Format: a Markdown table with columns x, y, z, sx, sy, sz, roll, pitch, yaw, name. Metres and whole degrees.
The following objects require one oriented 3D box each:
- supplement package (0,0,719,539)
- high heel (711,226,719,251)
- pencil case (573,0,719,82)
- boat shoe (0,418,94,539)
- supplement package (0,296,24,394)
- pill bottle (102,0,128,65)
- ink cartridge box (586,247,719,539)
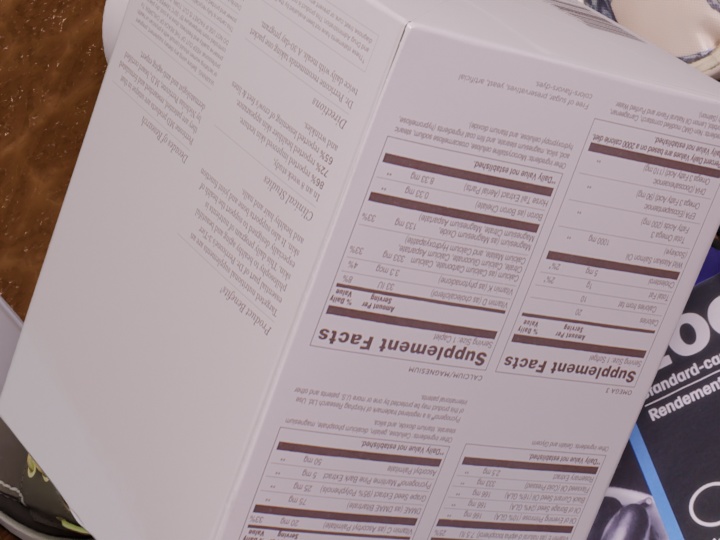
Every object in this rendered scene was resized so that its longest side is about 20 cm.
| x | y | z | sx | sy | sz | roll | pitch | yaw | name |
| --- | --- | --- | --- | --- | --- | --- | --- | --- | --- |
| 0.000 | 0.000 | 0.712 | 0.152 | 0.150 | 0.201 | 40 | 115 | 49 | supplement package |
| 0.219 | -0.051 | 0.788 | 0.199 | 0.072 | 0.143 | -26 | 39 | -16 | high heel |
| 0.162 | -0.103 | 0.801 | 0.089 | 0.199 | 0.078 | 39 | 116 | 36 | pencil case |
| -0.099 | 0.081 | 0.895 | 0.201 | 0.060 | 0.072 | 9 | 59 | 39 | boat shoe |
| -0.255 | 0.059 | 0.976 | 0.200 | 0.118 | 0.117 | -43 | 41 | -8 | supplement package |
| -0.015 | -0.080 | 0.898 | 0.120 | 0.120 | 0.199 | -48 | 45 | -15 | pill bottle |
| 0.082 | 0.077 | 0.796 | 0.197 | 0.043 | 0.201 | -28 | 40 | 9 | ink cartridge box |
